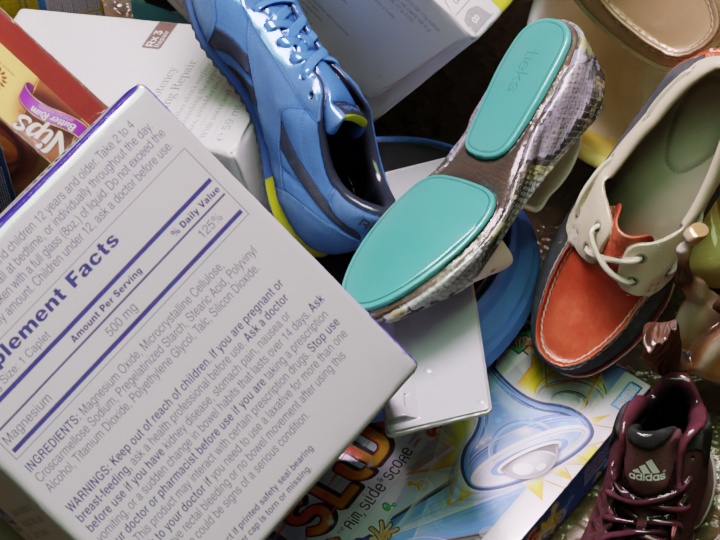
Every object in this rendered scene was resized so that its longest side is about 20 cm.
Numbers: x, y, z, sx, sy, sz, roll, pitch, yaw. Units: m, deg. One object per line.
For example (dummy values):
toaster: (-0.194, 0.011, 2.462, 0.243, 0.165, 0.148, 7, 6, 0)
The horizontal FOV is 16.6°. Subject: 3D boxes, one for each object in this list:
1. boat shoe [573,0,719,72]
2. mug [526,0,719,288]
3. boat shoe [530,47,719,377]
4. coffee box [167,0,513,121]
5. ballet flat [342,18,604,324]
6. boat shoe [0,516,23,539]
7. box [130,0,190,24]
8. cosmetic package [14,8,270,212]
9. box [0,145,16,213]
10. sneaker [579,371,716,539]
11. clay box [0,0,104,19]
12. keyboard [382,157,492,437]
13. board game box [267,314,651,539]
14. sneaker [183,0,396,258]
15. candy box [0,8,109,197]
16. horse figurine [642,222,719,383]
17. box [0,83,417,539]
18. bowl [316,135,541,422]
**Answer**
boat shoe: (0.122, -0.189, 1.309, 0.074, 0.066, 0.200, -40, 83, 9)
mug: (0.177, -0.098, 1.405, 0.149, 0.153, 0.188, 21, 90, 20)
boat shoe: (0.148, -0.028, 1.298, 0.071, 0.063, 0.201, 36, 106, 10)
coffee box: (0.007, -0.226, 1.435, 0.200, 0.200, 0.198, 44, 61, -6)
ballet flat: (0.069, -0.038, 1.304, 0.072, 0.072, 0.201, 30, 75, 23)
boat shoe: (-0.180, 0.056, 1.312, 0.062, 0.071, 0.201, 23, 90, 52)
box: (-0.061, -0.210, 1.566, 0.082, 0.049, 0.201, 20, 57, 17)
cosmetic package: (-0.130, -0.088, 1.437, 0.199, 0.074, 0.102, 8, 50, 25)
box: (-0.246, -0.032, 1.350, 0.136, 0.201, 0.038, 24, 59, 20)
sneaker: (0.133, 0.135, 1.255, 0.075, 0.116, 0.201, 12, 54, 12)
clay box: (-0.259, -0.169, 1.507, 0.198, 0.115, 0.048, -11, 52, -5)
keyboard: (0.033, 0.010, 1.324, 0.056, 0.011, 0.201, -9, 43, 3)
board game box: (0.046, 0.105, 1.333, 0.135, 0.035, 0.200, 30, 60, 24)
sneaker: (-0.032, -0.107, 1.337, 0.066, 0.078, 0.201, -21, 87, -39)
candy box: (-0.230, -0.078, 1.369, 0.117, 0.199, 0.057, 43, 57, -20)
horse figurine: (0.224, 0.018, 1.315, 0.199, 0.133, 0.050, -16, 51, -18)
box: (-0.111, 0.048, 1.220, 0.200, 0.105, 0.184, 46, 72, -7)
bowl: (0.000, 0.000, 1.381, 0.199, 0.040, 0.202, -10, 43, 10)
